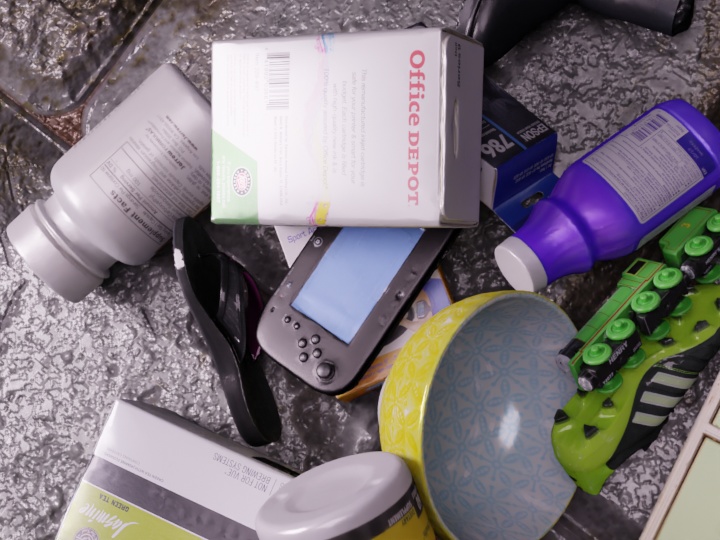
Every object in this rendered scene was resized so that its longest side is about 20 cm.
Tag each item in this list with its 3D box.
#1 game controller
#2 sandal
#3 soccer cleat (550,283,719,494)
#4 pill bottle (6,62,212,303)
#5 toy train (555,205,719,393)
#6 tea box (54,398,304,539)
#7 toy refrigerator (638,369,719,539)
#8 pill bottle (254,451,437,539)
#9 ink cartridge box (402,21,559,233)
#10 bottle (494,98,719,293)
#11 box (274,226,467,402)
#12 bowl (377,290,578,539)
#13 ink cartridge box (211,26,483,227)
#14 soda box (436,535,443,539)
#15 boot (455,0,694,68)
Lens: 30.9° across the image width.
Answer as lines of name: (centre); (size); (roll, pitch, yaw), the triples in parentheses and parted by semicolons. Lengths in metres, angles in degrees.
game controller: (0.000, 0.000, 1.052); (0.104, 0.042, 0.200); (33, 87, 16)
sandal: (-0.100, 0.045, 1.083); (0.048, 0.075, 0.201); (-22, 90, 17)
soccer cleat: (0.224, 0.089, 1.018); (0.200, 0.081, 0.067); (-42, 44, -18)
pill bottle: (-0.197, -0.070, 1.109); (0.200, 0.114, 0.114); (-42, 74, 2)
toy train: (0.221, 0.020, 1.000); (0.200, 0.042, 0.056); (-42, 34, -23)
tea box: (-0.124, 0.233, 1.027); (0.199, 0.134, 0.197); (22, 84, 16)
toy refrigerator: (0.277, 0.155, 0.988); (0.076, 0.070, 0.201); (26, 85, 16)
pill bottle: (0.013, 0.238, 0.903); (0.114, 0.114, 0.201); (-20, 101, 8)
ink cartridge box: (0.087, -0.122, 1.069); (0.200, 0.099, 0.039); (42, 133, 15)
bottle: (0.195, -0.053, 1.019); (0.200, 0.065, 0.084); (-35, 70, -15)
box: (0.003, -0.005, 1.093); (0.119, 0.041, 0.201); (-23, 78, 7)
bowl: (0.078, 0.111, 1.001); (0.107, 0.200, 0.201); (4, 79, 46)
ink cartridge box: (-0.010, -0.106, 1.009); (0.199, 0.087, 0.146); (1, 92, 27)
soda box: (0.082, 0.265, 0.994); (0.200, 0.070, 0.063); (44, 90, 7)
boot: (0.185, -0.227, 1.066); (0.168, 0.076, 0.201); (23, 71, 18)
